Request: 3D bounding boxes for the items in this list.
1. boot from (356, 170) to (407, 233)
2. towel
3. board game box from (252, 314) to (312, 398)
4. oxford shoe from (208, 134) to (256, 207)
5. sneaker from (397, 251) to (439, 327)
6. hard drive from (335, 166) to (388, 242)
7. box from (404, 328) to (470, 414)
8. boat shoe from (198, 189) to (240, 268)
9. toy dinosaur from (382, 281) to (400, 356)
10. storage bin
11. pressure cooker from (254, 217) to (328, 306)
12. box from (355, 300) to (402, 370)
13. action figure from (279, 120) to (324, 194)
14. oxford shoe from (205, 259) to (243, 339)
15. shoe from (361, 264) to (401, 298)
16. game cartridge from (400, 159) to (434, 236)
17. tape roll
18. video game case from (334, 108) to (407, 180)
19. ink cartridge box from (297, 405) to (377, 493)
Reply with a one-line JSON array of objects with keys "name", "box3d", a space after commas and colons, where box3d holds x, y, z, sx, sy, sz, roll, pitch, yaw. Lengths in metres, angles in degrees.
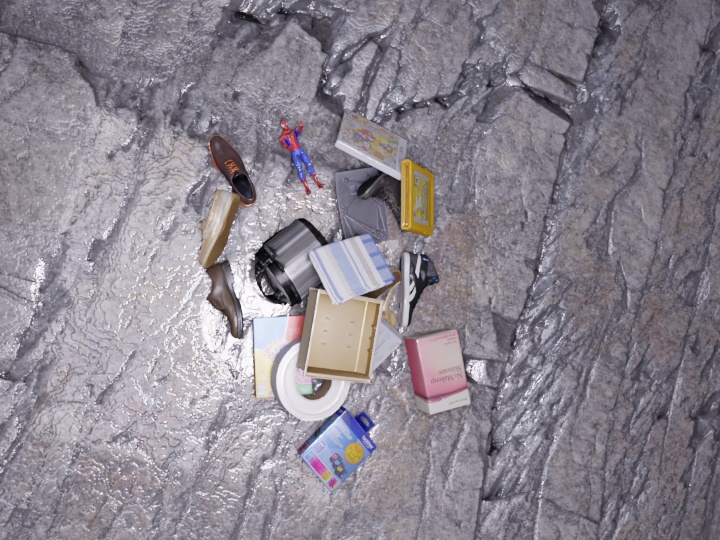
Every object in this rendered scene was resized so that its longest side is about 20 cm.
[{"name": "boot", "box3d": [0.088, -0.180, 1.683, 0.199, 0.068, 0.177, -40, 108, -42]}, {"name": "towel", "box3d": [-0.020, -0.006, 1.516, 0.197, 0.024, 0.149, -19, 73, -38]}, {"name": "board game box", "box3d": [-0.204, 0.222, 1.640, 0.149, 0.040, 0.206, -2, 88, -15]}, {"name": "oxford shoe", "box3d": [-0.324, -0.262, 1.615, 0.070, 0.072, 0.202, -34, 96, -13]}, {"name": "sneaker", "box3d": [0.163, 0.054, 1.726, 0.109, 0.073, 0.206, 4, 85, -13]}, {"name": "hard drive", "box3d": [0.001, -0.171, 1.711, 0.131, 0.042, 0.206, -10, 89, -14]}, {"name": "box", "box3d": [0.208, 0.270, 1.709, 0.125, 0.109, 0.206, -11, 90, -15]}, {"name": "boat shoe", "box3d": [-0.372, -0.109, 1.602, 0.068, 0.074, 0.204, 23, 91, 13]}, {"name": "toy dinosaur", "box3d": [0.058, 0.130, 1.715, 0.099, 0.058, 0.206, 0, 95, -29]}, {"name": "storage bin", "box3d": [-0.043, 0.159, 1.537, 0.194, 0.093, 0.206, 10, 89, -22]}, {"name": "pressure cooker", "box3d": [-0.175, -0.012, 1.589, 0.199, 0.178, 0.177, -40, 100, -13]}, {"name": "box", "box3d": [-0.010, 0.166, 1.656, 0.199, 0.041, 0.156, 41, 110, -7]}, {"name": "action figure", "box3d": [-0.157, -0.309, 1.652, 0.064, 0.099, 0.203, -28, 92, -15]}, {"name": "oxford shoe", "box3d": [-0.346, 0.083, 1.598, 0.082, 0.073, 0.205, -16, 80, -12]}, {"name": "shoe", "box3d": [0.019, 0.049, 1.705, 0.197, 0.054, 0.071, -32, 138, -11]}, {"name": "game cartridge", "box3d": [0.157, -0.189, 1.687, 0.032, 0.199, 0.182, -1, 87, 27]}, {"name": "tape roll", "box3d": [-0.127, 0.275, 1.599, 0.197, 0.071, 0.209, 1, 88, -21]}, {"name": "video game case", "box3d": [0.033, -0.340, 1.679, 0.196, 0.023, 0.184, 25, 39, -12]}, {"name": "ink cartridge box", "box3d": [-0.051, 0.455, 1.652, 0.200, 0.076, 0.137, -43, 98, -14]}]
